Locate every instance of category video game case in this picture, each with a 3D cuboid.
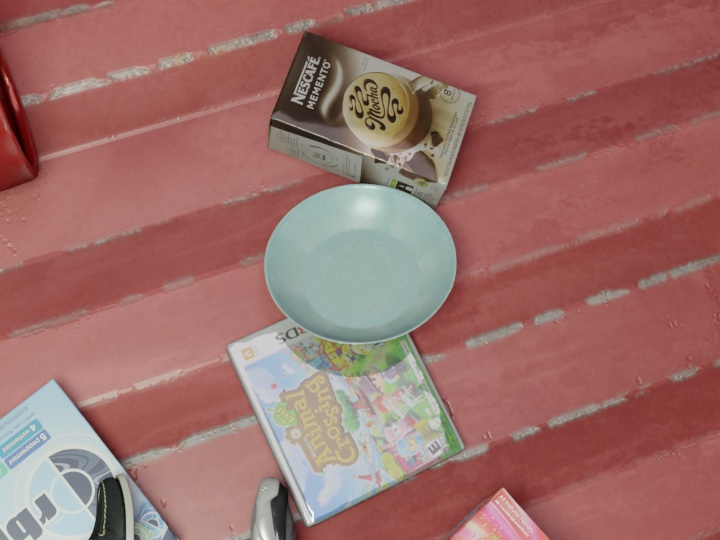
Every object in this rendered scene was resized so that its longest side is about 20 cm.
[{"bbox_3d":[-0.016,0.130,1.246,0.180,0.022,0.202,-23,77,-14],"label":"video game case"}]

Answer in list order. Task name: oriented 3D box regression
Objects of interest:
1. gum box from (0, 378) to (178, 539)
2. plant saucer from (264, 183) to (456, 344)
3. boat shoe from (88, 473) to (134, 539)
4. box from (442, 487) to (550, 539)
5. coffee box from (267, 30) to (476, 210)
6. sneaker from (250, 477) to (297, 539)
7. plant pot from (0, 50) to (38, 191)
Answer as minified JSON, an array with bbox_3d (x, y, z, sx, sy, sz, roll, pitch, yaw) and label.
[{"bbox_3d":[-0.298,0.235,1.162,0.169,0.045,0.201,-38,81,-18],"label":"gum box"},{"bbox_3d":[0.000,0.000,1.264,0.198,0.039,0.203,-1,54,1],"label":"plant saucer"},{"bbox_3d":[-0.228,0.272,1.077,0.059,0.076,0.202,0,49,-15],"label":"boat shoe"},{"bbox_3d":[0.160,0.320,1.169,0.102,0.095,0.200,-39,81,-18],"label":"box"},{"bbox_3d":[0.010,-0.159,1.314,0.197,0.080,0.114,20,71,-1],"label":"coffee box"},{"bbox_3d":[-0.046,0.296,1.163,0.112,0.076,0.203,-3,78,-9],"label":"sneaker"},{"bbox_3d":[-0.431,-0.155,1.198,0.180,0.201,0.203,-21,76,-5],"label":"plant pot"}]
